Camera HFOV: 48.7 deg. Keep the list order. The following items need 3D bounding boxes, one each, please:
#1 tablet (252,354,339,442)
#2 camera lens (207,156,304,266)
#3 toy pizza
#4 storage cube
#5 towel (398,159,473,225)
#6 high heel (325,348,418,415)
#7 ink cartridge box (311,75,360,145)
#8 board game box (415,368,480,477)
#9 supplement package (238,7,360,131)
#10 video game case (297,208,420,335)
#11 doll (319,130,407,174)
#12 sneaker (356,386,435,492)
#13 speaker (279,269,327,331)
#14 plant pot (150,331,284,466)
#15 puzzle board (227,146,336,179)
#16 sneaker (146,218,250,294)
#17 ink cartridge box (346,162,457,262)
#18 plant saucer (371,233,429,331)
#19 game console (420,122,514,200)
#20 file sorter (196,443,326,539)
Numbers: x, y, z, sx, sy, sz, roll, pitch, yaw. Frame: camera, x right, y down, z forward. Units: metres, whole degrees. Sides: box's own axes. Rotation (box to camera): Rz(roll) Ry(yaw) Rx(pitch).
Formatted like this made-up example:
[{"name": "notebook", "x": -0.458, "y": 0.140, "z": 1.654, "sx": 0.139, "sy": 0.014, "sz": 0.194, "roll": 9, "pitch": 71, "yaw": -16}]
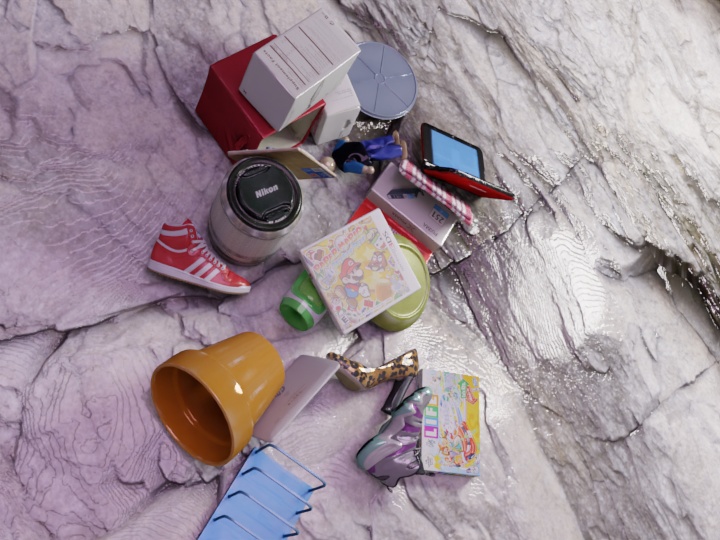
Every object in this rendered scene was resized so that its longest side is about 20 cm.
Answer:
[{"name": "tablet", "x": -0.136, "y": 0.231, "z": 1.464, "sx": 0.200, "sy": 0.129, "sz": 0.014, "roll": -46, "pitch": 119, "yaw": -30}, {"name": "camera lens", "x": -0.203, "y": -0.110, "z": 1.517, "sx": 0.157, "sy": 0.200, "sz": 0.163, "roll": 8, "pitch": 68, "yaw": -20}, {"name": "toy pizza", "x": 0.040, "y": -0.437, "z": 1.840, "sx": 0.196, "sy": 0.032, "sz": 0.204, "roll": 7, "pitch": 69, "yaw": -20}, {"name": "storage cube", "x": -0.207, "y": -0.332, "z": 1.616, "sx": 0.199, "sy": 0.171, "sz": 0.181, "roll": -34, "pitch": 85, "yaw": -29}, {"name": "towel", "x": 0.163, "y": -0.172, "z": 1.740, "sx": 0.199, "sy": 0.146, "sz": 0.030, "roll": 37, "pitch": 103, "yaw": -2}, {"name": "high heel", "x": 0.027, "y": 0.176, "z": 1.574, "sx": 0.199, "sy": 0.071, "sz": 0.144, "roll": 39, "pitch": 66, "yaw": -23}, {"name": "ink cartridge box", "x": -0.084, "y": -0.395, "z": 1.702, "sx": 0.086, "sy": 0.145, "sz": 0.203, "roll": -21, "pitch": 80, "yaw": -17}, {"name": "board game box", "x": 0.177, "y": 0.310, "z": 1.614, "sx": 0.132, "sy": 0.034, "sz": 0.204, "roll": 10, "pitch": 67, "yaw": -19}, {"name": "supplement package", "x": -0.115, "y": -0.382, "z": 1.510, "sx": 0.117, "sy": 0.117, "sz": 0.200, "roll": 46, "pitch": 58, "yaw": 0}, {"name": "video game case", "x": 0.000, "y": 0.000, "z": 1.561, "sx": 0.198, "sy": 0.023, "sz": 0.184, "roll": -29, "pitch": 89, "yaw": -25}, {"name": "doll", "x": 0.002, "y": -0.249, "z": 1.725, "sx": 0.196, "sy": 0.049, "sz": 0.137, "roll": -16, "pitch": 47, "yaw": -16}, {"name": "sneaker", "x": 0.101, "y": 0.334, "z": 1.526, "sx": 0.140, "sy": 0.078, "sz": 0.200, "roll": 43, "pitch": 88, "yaw": 3}, {"name": "speaker", "x": -0.075, "y": 0.024, "z": 1.588, "sx": 0.088, "sy": 0.088, "sz": 0.201, "roll": 41, "pitch": 61, "yaw": -3}, {"name": "plant pot", "x": -0.235, "y": 0.206, "z": 1.402, "sx": 0.201, "sy": 0.200, "sz": 0.183, "roll": 51, "pitch": 46, "yaw": 2}, {"name": "puzzle board", "x": -0.149, "y": -0.209, "z": 1.553, "sx": 0.148, "sy": 0.200, "sz": 0.018, "roll": -1, "pitch": 82, "yaw": 19}, {"name": "sneaker", "x": -0.292, "y": -0.028, "z": 1.504, "sx": 0.196, "sy": 0.071, "sz": 0.115, "roll": 16, "pitch": 92, "yaw": -15}, {"name": "ink cartridge box", "x": 0.094, "y": -0.108, "z": 1.732, "sx": 0.199, "sy": 0.045, "sz": 0.177, "roll": 38, "pitch": 60, "yaw": -5}, {"name": "plant saucer", "x": 0.078, "y": 0.023, "z": 1.642, "sx": 0.197, "sy": 0.031, "sz": 0.205, "roll": 6, "pitch": 81, "yaw": -40}, {"name": "game console", "x": 0.240, "y": -0.245, "z": 1.782, "sx": 0.197, "sy": 0.171, "sz": 0.121, "roll": 16, "pitch": 90, "yaw": -33}, {"name": "file sorter", "x": -0.169, "y": 0.422, "z": 1.376, "sx": 0.138, "sy": 0.123, "sz": 0.202, "roll": 36, "pitch": 62, "yaw": -6}]
